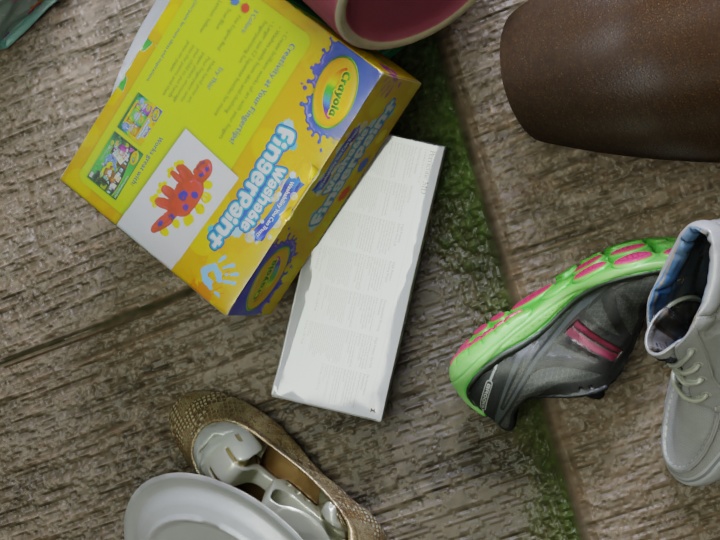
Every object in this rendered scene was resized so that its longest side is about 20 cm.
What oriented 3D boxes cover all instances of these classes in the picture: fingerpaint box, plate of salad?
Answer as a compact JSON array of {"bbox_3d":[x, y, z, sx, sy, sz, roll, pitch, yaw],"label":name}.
[{"bbox_3d":[-0.084,-0.096,1.375,0.167,0.073,0.200,38,104,20],"label":"fingerpaint box"},{"bbox_3d":[-0.084,0.223,1.425,0.200,0.048,0.200,21,132,26],"label":"plate of salad"}]

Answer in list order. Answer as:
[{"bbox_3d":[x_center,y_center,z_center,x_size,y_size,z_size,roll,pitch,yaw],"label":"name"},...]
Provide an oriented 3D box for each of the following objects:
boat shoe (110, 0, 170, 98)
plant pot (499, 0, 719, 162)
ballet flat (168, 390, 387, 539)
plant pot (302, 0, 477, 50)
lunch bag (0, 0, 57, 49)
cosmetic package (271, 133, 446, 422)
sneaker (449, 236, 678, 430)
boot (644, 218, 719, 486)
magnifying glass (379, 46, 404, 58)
[{"bbox_3d":[-0.120,-0.159,1.458,0.070,0.071,0.200,27,92,20],"label":"boat shoe"},{"bbox_3d":[0.200,-0.146,1.299,0.200,0.187,0.187,-11,86,34],"label":"plant pot"},{"bbox_3d":[-0.066,0.153,1.437,0.200,0.065,0.071,34,101,17],"label":"ballet flat"},{"bbox_3d":[-0.001,-0.254,1.324,0.200,0.200,0.179,-38,63,16],"label":"plant pot"},{"bbox_3d":[-0.316,-0.265,1.455,0.122,0.200,0.170,-39,77,16],"label":"lunch bag"},{"bbox_3d":[0.000,0.000,1.415,0.083,0.051,0.200,14,95,6],"label":"cosmetic package"},{"bbox_3d":[0.158,0.042,1.364,0.200,0.077,0.084,-32,98,20],"label":"sneaker"},{"bbox_3d":[0.216,0.053,1.299,0.074,0.096,0.200,35,118,46],"label":"boot"},{"bbox_3d":[-0.001,-0.157,1.438,0.080,0.022,0.200,28,100,17],"label":"magnifying glass"}]
